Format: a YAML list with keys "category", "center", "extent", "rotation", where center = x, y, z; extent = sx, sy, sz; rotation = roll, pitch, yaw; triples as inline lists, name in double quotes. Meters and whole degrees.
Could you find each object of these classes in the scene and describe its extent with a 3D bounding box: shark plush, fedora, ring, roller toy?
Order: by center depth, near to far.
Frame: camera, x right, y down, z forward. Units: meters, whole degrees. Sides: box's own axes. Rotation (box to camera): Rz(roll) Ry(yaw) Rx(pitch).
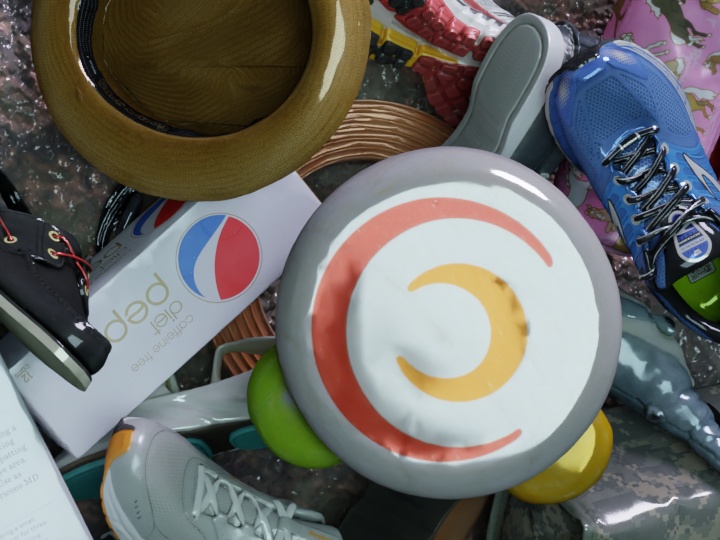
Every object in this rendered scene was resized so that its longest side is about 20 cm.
- category: "roller toy"
  center: [0.049, 0.026, 1.566]
  extent: [0.199, 0.140, 0.183]
  rotation: [12, 93, 1]
- category: "fedora"
  center: [-0.081, -0.131, 1.611]
  extent: [0.200, 0.082, 0.201]
  rotation: [0, 90, 19]
- category: "shark plush"
  center: [0.136, 0.062, 1.653]
  extent: [0.200, 0.091, 0.083]
  rotation: [45, 55, 4]
- category: "ring"
  center: [0.000, 0.000, 1.713]
  extent: [0.200, 0.019, 0.201]
  rotation: [-1, 92, -17]

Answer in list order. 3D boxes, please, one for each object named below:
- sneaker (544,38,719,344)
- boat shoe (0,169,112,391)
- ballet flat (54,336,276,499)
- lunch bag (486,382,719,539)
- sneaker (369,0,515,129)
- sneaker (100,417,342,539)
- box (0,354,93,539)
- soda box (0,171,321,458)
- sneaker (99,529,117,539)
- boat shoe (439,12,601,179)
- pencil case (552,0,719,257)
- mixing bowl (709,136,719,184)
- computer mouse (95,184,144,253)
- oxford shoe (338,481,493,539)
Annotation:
- category: "sneaker"
  center: [0.171, -0.041, 1.607]
  extent: [0.078, 0.089, 0.200]
  rotation: [-33, 117, 3]
- category: "boat shoe"
  center: [-0.180, 0.000, 1.571]
  extent: [0.063, 0.201, 0.074]
  rotation: [-39, 125, -6]
- category: "ballet flat"
  center: [-0.088, 0.078, 1.664]
  extent: [0.199, 0.069, 0.070]
  rotation: [-15, 97, 3]
- category: "lunch bag"
  center: [0.161, 0.179, 1.706]
  extent: [0.163, 0.118, 0.201]
  rotation: [-11, 129, -24]
- category: "sneaker"
  center: [0.055, -0.147, 1.690]
  extent: [0.078, 0.082, 0.200]
  rotation: [-34, 127, 31]
- category: "sneaker"
  center: [-0.062, 0.140, 1.604]
  extent: [0.200, 0.092, 0.076]
  rotation: [47, 46, -42]
- category: "box"
  center: [-0.244, 0.078, 1.577]
  extent: [0.106, 0.152, 0.201]
  rotation: [-28, 99, -12]
- category: "soda box"
  center: [-0.113, 0.011, 1.637]
  extent: [0.200, 0.064, 0.068]
  rotation: [-42, 109, -10]
- category: "sneaker"
  center: [-0.155, 0.226, 1.646]
  extent: [0.199, 0.079, 0.130]
  rotation: [-25, 90, -24]
- category: "boat shoe"
  center: [0.076, -0.053, 1.662]
  extent: [0.060, 0.076, 0.200]
  rotation: [15, 124, -33]
- category: "pencil case"
  center: [0.177, -0.109, 1.673]
  extent: [0.086, 0.083, 0.201]
  rotation: [11, 110, -17]
- category: "mixing bowl"
  center: [0.266, -0.070, 1.709]
  extent: [0.108, 0.200, 0.201]
  rotation: [17, 88, 0]
- category: "computer mouse"
  center: [-0.109, -0.096, 1.670]
  extent: [0.058, 0.034, 0.201]
  rotation: [15, 89, -17]
- category: "oxford shoe"
  center: [0.049, 0.121, 1.710]
  extent: [0.071, 0.071, 0.200]
  rotation: [34, 86, 24]
